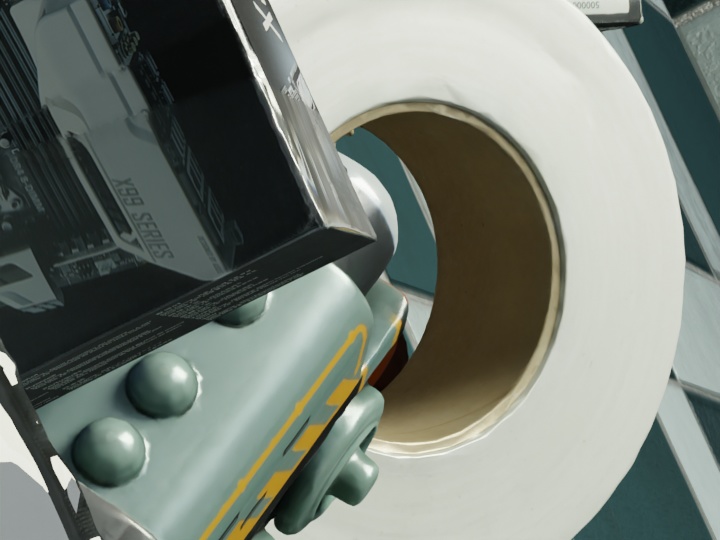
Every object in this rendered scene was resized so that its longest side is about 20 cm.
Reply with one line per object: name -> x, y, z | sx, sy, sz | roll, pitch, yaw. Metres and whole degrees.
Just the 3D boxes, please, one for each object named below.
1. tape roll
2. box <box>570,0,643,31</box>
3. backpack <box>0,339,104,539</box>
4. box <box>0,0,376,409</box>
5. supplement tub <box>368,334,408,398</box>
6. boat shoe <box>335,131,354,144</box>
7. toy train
tape roll -> 0.000, 0.000, 0.826 | 0.071, 0.202, 0.203 | 6, -47, 59
box -> 0.001, -0.135, 1.050 | 0.122, 0.200, 0.106 | -4, 91, -32
backpack -> -0.126, 0.076, 0.480 | 0.200, 0.127, 0.167 | 57, 44, -10
box -> -0.119, -0.035, 0.572 | 0.158, 0.200, 0.050 | 66, 11, 8
supplement tub -> -0.053, 0.010, 0.897 | 0.200, 0.107, 0.107 | 56, 16, -20
boat shoe -> -0.034, -0.062, 0.958 | 0.066, 0.074, 0.200 | 48, -28, 10
toy train -> -0.055, 0.055, 0.670 | 0.085, 0.200, 0.114 | 33, -30, 9
